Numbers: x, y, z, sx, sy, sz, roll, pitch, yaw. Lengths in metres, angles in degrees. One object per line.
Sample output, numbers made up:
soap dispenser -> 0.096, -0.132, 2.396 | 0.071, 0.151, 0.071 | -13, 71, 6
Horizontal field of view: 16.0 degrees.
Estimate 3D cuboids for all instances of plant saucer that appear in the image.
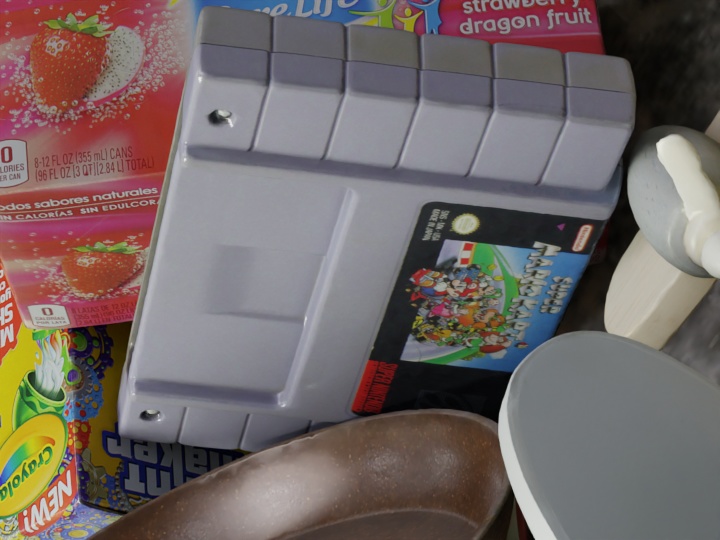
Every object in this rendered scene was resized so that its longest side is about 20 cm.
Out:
plant saucer -> -0.040, 0.105, 0.741 | 0.199, 0.200, 0.035 | -12, 109, 45

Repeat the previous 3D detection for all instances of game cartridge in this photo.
game cartridge -> 0.000, 0.000, 0.774 | 0.200, 0.129, 0.039 | 108, 169, -55

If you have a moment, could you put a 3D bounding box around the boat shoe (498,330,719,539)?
boat shoe -> 0.104, 0.105, 0.666 | 0.199, 0.073, 0.068 | 44, 150, 13

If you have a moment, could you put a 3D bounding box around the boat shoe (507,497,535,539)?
boat shoe -> 0.093, 0.117, 0.733 | 0.062, 0.071, 0.201 | -31, 56, 29

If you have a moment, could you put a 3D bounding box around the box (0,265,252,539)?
box -> -0.124, 0.039, 0.961 | 0.199, 0.121, 0.194 | -28, 57, 38

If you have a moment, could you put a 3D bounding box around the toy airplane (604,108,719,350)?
toy airplane -> 0.145, -0.083, 0.696 | 0.198, 0.141, 0.202 | -11, 68, 46

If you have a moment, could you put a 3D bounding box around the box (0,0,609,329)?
box -> -0.022, -0.054, 0.823 | 0.198, 0.096, 0.100 | -6, 62, 0
